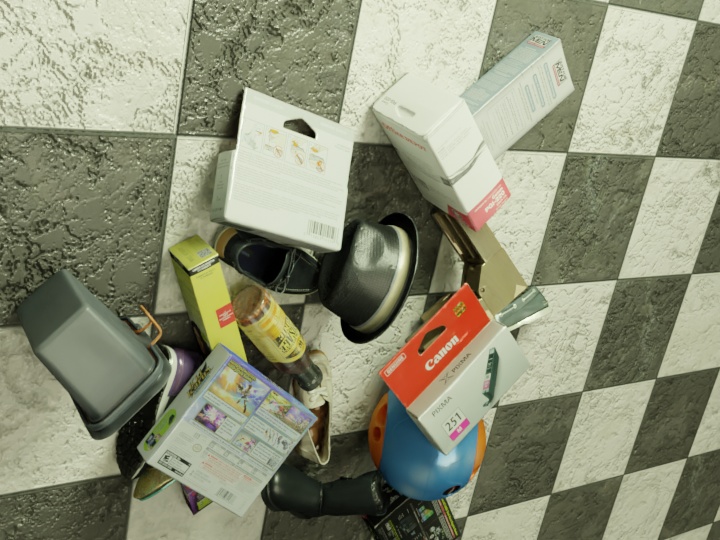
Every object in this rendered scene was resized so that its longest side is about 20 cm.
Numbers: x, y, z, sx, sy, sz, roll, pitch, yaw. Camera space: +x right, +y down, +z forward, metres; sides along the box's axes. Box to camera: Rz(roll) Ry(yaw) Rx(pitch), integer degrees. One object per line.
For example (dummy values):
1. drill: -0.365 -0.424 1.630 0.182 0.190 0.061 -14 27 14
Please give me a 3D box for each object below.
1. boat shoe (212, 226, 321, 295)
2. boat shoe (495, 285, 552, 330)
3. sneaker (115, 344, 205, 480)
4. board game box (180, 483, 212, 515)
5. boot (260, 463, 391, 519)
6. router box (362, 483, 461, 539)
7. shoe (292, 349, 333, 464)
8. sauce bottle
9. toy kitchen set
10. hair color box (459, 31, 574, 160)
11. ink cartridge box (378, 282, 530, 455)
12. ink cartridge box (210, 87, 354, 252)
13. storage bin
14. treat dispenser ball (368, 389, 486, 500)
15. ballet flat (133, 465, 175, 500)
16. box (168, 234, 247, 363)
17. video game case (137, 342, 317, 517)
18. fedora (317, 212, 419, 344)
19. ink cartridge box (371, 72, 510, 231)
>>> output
1. boat shoe: -0.121 -0.005 1.328 0.198 0.062 0.076 26 95 -43
2. boat shoe: 0.249 0.084 1.668 0.197 0.073 0.063 -20 81 -19
3. sneaker: -0.274 0.207 1.319 0.087 0.075 0.203 14 105 -46
4. board game box: -0.181 0.292 1.425 0.198 0.032 0.121 -32 163 -21
5. boot: -0.050 0.346 1.483 0.165 0.078 0.200 -10 150 18
6. router box: 0.094 0.467 1.736 0.149 0.062 0.202 -35 129 -16
7. shoe: -0.068 0.221 1.491 0.069 0.053 0.204 -15 121 -30
8. sauce bottle: -0.116 0.104 1.365 0.066 0.066 0.201 -44 133 -9
9. toy kitchen set: 0.121 0.017 1.509 0.199 0.163 0.182 -39 103 -13
10. hair color box: 0.237 -0.269 1.459 0.199 0.060 0.100 -41 131 -12
11. ink cartridge box: 0.146 0.150 1.417 0.200 0.043 0.174 -44 121 -11
12. ink cartridge box: -0.103 -0.132 1.276 0.198 0.043 0.178 15 78 -40
13. storage bin: -0.329 0.083 1.138 0.145 0.199 0.135 -42 122 -10
14. treat dispenser ball: 0.111 0.279 1.557 0.198 0.200 0.205 -17 123 -29
15. ballet flat: -0.256 0.257 1.369 0.198 0.070 0.072 -31 128 -20
16. box: -0.207 0.058 1.288 0.050 0.075 0.203 -25 125 -23
17. video game case: -0.183 0.227 1.311 0.182 0.045 0.200 -51 130 -4
18. fedora: 0.000 0.000 1.352 0.090 0.200 0.203 21 100 -29
19. ink cartridge box: 0.118 -0.173 1.362 0.085 0.145 0.201 -44 132 -7
